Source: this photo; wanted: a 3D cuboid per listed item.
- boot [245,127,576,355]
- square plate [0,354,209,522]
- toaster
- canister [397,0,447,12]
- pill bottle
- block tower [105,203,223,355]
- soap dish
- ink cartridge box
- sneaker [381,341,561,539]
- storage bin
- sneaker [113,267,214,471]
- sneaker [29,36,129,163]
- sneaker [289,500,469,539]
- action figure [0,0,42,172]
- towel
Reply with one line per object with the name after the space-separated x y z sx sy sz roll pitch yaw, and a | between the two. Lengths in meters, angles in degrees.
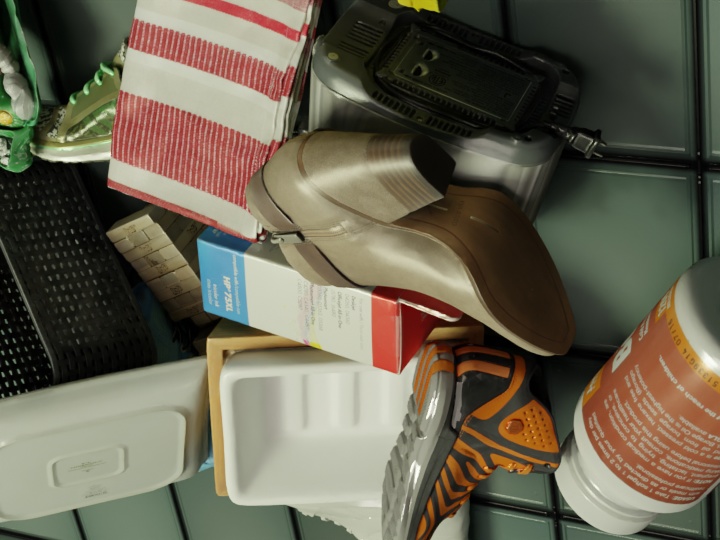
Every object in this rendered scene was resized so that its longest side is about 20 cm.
0.025 -0.012 0.974 0.146 0.070 0.200 -15 122 44 | boot
-0.207 0.137 1.183 0.198 0.029 0.199 -11 151 -14 | square plate
0.055 -0.081 1.015 0.199 0.114 0.130 22 136 9 | toaster
-0.038 -0.232 0.919 0.198 0.087 0.149 16 169 8 | canister
0.214 0.092 1.055 0.112 0.112 0.200 34 133 1 | pill bottle
-0.110 0.027 1.225 0.054 0.058 0.201 -21 114 38 | block tower
-0.012 0.095 1.160 0.198 0.082 0.158 -2 128 -3 | soap dish
0.000 0.000 1.093 0.199 0.116 0.068 18 130 23 | ink cartridge box
0.081 0.142 1.106 0.111 0.078 0.201 7 126 -11 | sneaker
-0.255 0.027 1.217 0.135 0.093 0.201 -47 62 43 | storage bin
-0.136 0.075 1.278 0.089 0.079 0.201 -11 125 16 | sneaker
-0.172 -0.128 1.144 0.198 0.077 0.089 3 107 23 | sneaker
-0.003 0.208 1.290 0.198 0.074 0.116 7 124 23 | sneaker
-0.273 -0.168 1.125 0.118 0.054 0.202 -14 95 48 | action figure
-0.103 -0.132 1.056 0.143 0.023 0.202 21 108 26 | towel
